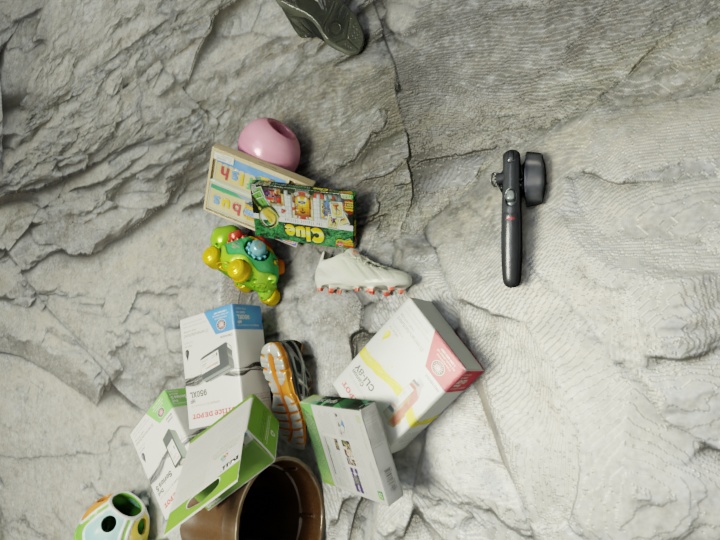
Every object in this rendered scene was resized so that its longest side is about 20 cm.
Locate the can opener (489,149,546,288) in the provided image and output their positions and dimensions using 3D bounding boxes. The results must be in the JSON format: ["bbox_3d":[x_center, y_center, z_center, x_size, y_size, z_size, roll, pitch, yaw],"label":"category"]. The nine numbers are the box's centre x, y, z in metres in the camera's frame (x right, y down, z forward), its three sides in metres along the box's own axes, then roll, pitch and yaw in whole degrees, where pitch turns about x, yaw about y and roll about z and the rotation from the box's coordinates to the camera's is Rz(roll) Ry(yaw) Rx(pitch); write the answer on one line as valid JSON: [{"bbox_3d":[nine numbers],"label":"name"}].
[{"bbox_3d":[0.227,-0.077,0.796,0.077,0.063,0.207,4,85,31],"label":"can opener"}]

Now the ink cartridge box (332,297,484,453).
[{"bbox_3d":[0.070,0.168,0.850,0.201,0.083,0.146,-49,61,18],"label":"ink cartridge box"}]

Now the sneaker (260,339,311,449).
[{"bbox_3d":[-0.118,0.221,0.972,0.077,0.077,0.207,-4,99,36],"label":"sneaker"}]

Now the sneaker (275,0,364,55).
[{"bbox_3d":[-0.072,-0.479,1.040,0.196,0.114,0.077,33,96,3],"label":"sneaker"}]

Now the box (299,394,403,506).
[{"bbox_3d":[-0.021,0.276,0.853,0.198,0.036,0.149,-14,94,55],"label":"box"}]

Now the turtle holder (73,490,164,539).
[{"bbox_3d":[-0.504,0.555,1.129,0.184,0.140,0.134,37,102,31],"label":"turtle holder"}]

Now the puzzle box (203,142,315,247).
[{"bbox_3d":[-0.191,-0.137,1.003,0.195,0.026,0.136,21,124,0],"label":"puzzle box"}]

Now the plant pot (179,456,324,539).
[{"bbox_3d":[-0.196,0.430,0.932,0.195,0.198,0.207,-15,75,38],"label":"plant pot"}]

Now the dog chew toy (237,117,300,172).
[{"bbox_3d":[-0.202,-0.192,1.053,0.125,0.123,0.202,50,117,27],"label":"dog chew toy"}]

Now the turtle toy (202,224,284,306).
[{"bbox_3d":[-0.226,-0.023,1.043,0.197,0.146,0.103,24,76,32],"label":"turtle toy"}]

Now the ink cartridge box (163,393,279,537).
[{"bbox_3d":[-0.206,0.310,0.827,0.146,0.201,0.076,-37,110,9],"label":"ink cartridge box"}]

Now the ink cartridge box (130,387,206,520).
[{"bbox_3d":[-0.366,0.367,1.099,0.146,0.083,0.201,-48,62,18],"label":"ink cartridge box"}]

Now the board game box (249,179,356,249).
[{"bbox_3d":[-0.102,-0.100,0.967,0.194,0.024,0.107,8,123,14],"label":"board game box"}]

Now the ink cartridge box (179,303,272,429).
[{"bbox_3d":[-0.250,0.178,1.000,0.141,0.084,0.206,-17,76,28],"label":"ink cartridge box"}]

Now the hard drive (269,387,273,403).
[{"bbox_3d":[-0.229,0.200,1.059,0.135,0.042,0.202,-46,63,19],"label":"hard drive"}]

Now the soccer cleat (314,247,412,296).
[{"bbox_3d":[0.000,0.000,0.929,0.195,0.069,0.080,1,81,35],"label":"soccer cleat"}]
